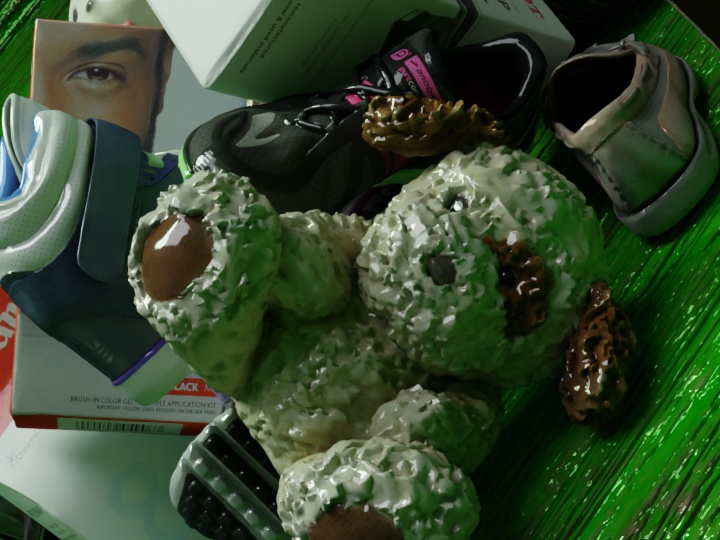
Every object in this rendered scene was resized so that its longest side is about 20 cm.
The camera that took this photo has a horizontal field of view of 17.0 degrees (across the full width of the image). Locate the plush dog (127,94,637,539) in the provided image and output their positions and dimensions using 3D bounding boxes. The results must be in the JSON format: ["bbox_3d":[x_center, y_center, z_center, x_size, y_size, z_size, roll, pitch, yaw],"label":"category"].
[{"bbox_3d":[0.027,0.023,1.013,0.172,0.200,0.160,-37,-17,8],"label":"plush dog"}]

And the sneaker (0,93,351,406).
[{"bbox_3d":[-0.094,-0.047,1.126,0.200,0.146,0.081,-50,10,-34],"label":"sneaker"}]

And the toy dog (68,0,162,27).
[{"bbox_3d":[-0.087,-0.119,1.455,0.140,0.200,0.194,-48,2,30],"label":"toy dog"}]

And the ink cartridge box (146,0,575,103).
[{"bbox_3d":[-0.012,-0.144,1.184,0.084,0.200,0.145,-52,51,24],"label":"ink cartridge box"}]

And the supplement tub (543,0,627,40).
[{"bbox_3d":[0.066,-0.163,1.336,0.200,0.123,0.123,-36,21,37],"label":"supplement tub"}]

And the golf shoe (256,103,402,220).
[{"bbox_3d":[-0.035,-0.042,1.289,0.075,0.092,0.200,-39,-5,-40],"label":"golf shoe"}]

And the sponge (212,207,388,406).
[{"bbox_3d":[0.000,0.000,1.195,0.112,0.030,0.200,-40,-3,25],"label":"sponge"}]

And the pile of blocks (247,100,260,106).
[{"bbox_3d":[-0.059,-0.080,1.346,0.200,0.062,0.082,-49,47,26],"label":"pile of blocks"}]

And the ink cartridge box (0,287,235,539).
[{"bbox_3d":[-0.137,0.051,1.248,0.160,0.200,0.047,-56,10,-20],"label":"ink cartridge box"}]

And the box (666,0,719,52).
[{"bbox_3d":[0.190,-0.211,1.051,0.166,0.164,0.200,-41,18,26],"label":"box"}]

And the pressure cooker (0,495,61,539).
[{"bbox_3d":[-0.181,0.067,1.358,0.179,0.200,0.176,83,-155,-85],"label":"pressure cooker"}]

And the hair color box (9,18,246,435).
[{"bbox_3d":[-0.116,-0.020,1.212,0.064,0.111,0.200,122,150,-77],"label":"hair color box"}]

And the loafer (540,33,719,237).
[{"bbox_3d":[0.118,-0.079,1.124,0.072,0.063,0.200,-45,17,11],"label":"loafer"}]

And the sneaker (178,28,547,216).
[{"bbox_3d":[0.002,-0.071,1.092,0.200,0.077,0.084,-20,-30,-35],"label":"sneaker"}]

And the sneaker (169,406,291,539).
[{"bbox_3d":[-0.007,0.062,1.144,0.200,0.075,0.081,-39,7,23],"label":"sneaker"}]
